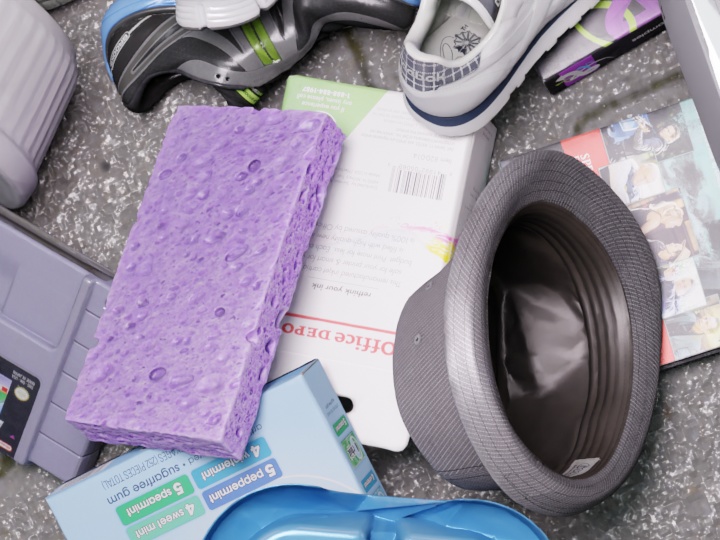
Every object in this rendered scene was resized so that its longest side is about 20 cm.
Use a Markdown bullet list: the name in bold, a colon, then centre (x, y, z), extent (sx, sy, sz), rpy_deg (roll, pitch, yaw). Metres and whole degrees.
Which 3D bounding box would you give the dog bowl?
- **dog bowl**: centre (0.010, 0.170, 1.547), extent (0.199, 0.050, 0.112), rpy_deg (5, 93, 0)

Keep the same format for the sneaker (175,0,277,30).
- **sneaker**: centre (-0.055, -0.224, 1.654), extent (0.078, 0.091, 0.200), rpy_deg (-3, 36, 29)

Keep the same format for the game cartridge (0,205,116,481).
- **game cartridge**: centre (-0.225, 0.027, 1.702), extent (0.199, 0.038, 0.130), rpy_deg (29, 107, 17)

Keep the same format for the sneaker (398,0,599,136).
- **sneaker**: centre (0.088, -0.170, 1.609), extent (0.076, 0.081, 0.201), rpy_deg (25, 72, 22)

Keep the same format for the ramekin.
- **ramekin**: centre (-0.255, -0.130, 1.678), extent (0.202, 0.202, 0.094), rpy_deg (29, 77, 16)

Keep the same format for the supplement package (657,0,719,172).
- **supplement package**: centre (0.272, -0.144, 1.568), extent (0.199, 0.117, 0.118), rpy_deg (-20, 84, 1)

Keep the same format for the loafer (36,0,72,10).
- **loafer**: centre (-0.170, -0.210, 1.739), extent (0.199, 0.075, 0.070), rpy_deg (-10, 47, 13)

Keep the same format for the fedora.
- **fedora**: centre (0.081, 0.042, 1.573), extent (0.090, 0.177, 0.201), rpy_deg (-15, 52, 38)

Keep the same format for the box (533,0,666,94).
- **box**: centre (0.160, -0.213, 1.669), extent (0.199, 0.036, 0.143), rpy_deg (-30, 75, 5)

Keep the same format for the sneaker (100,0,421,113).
- **sneaker**: centre (-0.056, -0.133, 1.694), extent (0.198, 0.071, 0.083), rpy_deg (-10, 82, 18)

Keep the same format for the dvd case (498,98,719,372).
- **dvd case**: centre (0.191, -0.024, 1.637), extent (0.199, 0.022, 0.147), rpy_deg (-19, 77, 11)

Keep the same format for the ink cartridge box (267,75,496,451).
- **ink cartridge box**: centre (0.000, 0.000, 1.655), extent (0.116, 0.067, 0.201), rpy_deg (10, 83, 14)

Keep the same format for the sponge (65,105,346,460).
- **sponge**: centre (-0.085, 0.003, 1.606), extent (0.111, 0.030, 0.201), rpy_deg (3, 66, 36)

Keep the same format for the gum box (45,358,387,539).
- **gum box**: centre (-0.055, 0.176, 1.612), extent (0.169, 0.045, 0.201), rpy_deg (-26, 94, 16)
